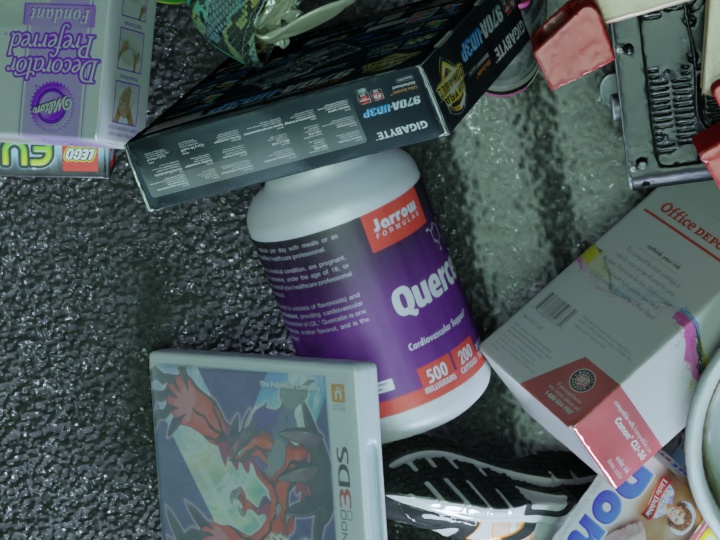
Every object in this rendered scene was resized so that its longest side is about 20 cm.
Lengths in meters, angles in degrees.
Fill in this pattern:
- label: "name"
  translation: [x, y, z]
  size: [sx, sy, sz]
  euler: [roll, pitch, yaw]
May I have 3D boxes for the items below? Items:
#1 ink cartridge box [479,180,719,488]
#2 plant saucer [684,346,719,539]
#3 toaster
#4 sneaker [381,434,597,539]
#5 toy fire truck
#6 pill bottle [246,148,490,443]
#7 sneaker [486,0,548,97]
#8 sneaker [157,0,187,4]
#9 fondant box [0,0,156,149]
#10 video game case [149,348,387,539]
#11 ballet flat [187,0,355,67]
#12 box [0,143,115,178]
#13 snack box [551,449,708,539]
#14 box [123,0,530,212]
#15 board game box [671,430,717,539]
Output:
- label: "ink cartridge box"
  translation: [0.186, 0.024, 1.497]
  size: [0.200, 0.116, 0.068]
  euler: [-41, 127, -5]
- label: "plant saucer"
  translation: [0.291, 0.095, 1.462]
  size: [0.200, 0.050, 0.200]
  euler: [0, 107, 0]
- label: "toaster"
  translation: [0.238, -0.156, 1.461]
  size: [0.200, 0.119, 0.181]
  euler: [-8, 107, 4]
- label: "sneaker"
  translation: [0.078, 0.157, 1.550]
  size: [0.200, 0.074, 0.080]
  euler: [11, 120, -35]
- label: "toy fire truck"
  translation: [0.212, -0.124, 1.385]
  size: [0.200, 0.049, 0.141]
  euler: [-29, 103, 9]
- label: "pill bottle"
  translation: [0.000, 0.000, 1.518]
  size: [0.112, 0.112, 0.200]
  euler: [-19, 105, 7]
- label: "sneaker"
  translation: [0.076, -0.198, 1.470]
  size: [0.074, 0.087, 0.200]
  euler: [-3, 107, 3]
- label: "sneaker"
  translation: [-0.056, -0.225, 1.467]
  size: [0.200, 0.084, 0.074]
  euler: [-39, 97, 11]
- label: "fondant box"
  translation: [-0.195, -0.176, 1.448]
  size: [0.144, 0.058, 0.200]
  euler: [4, 90, 24]
- label: "video game case"
  translation: [-0.058, 0.143, 1.526]
  size: [0.200, 0.023, 0.182]
  euler: [1, 97, 47]
- label: "ballet flat"
  translation: [-0.010, -0.195, 1.437]
  size: [0.200, 0.074, 0.074]
  euler: [-43, 101, 8]
- label: "box"
  translation: [-0.254, -0.115, 1.532]
  size: [0.200, 0.035, 0.110]
  euler: [1, 107, 1]
- label: "snack box"
  translation: [0.142, 0.200, 1.531]
  size: [0.072, 0.024, 0.200]
  euler: [41, 111, 21]
- label: "box"
  translation: [-0.017, -0.104, 1.427]
  size: [0.200, 0.159, 0.046]
  euler: [-14, 108, 26]
- label: "board game box"
  translation: [0.257, 0.139, 1.556]
  size: [0.103, 0.105, 0.200]
  euler: [22, 106, -5]
